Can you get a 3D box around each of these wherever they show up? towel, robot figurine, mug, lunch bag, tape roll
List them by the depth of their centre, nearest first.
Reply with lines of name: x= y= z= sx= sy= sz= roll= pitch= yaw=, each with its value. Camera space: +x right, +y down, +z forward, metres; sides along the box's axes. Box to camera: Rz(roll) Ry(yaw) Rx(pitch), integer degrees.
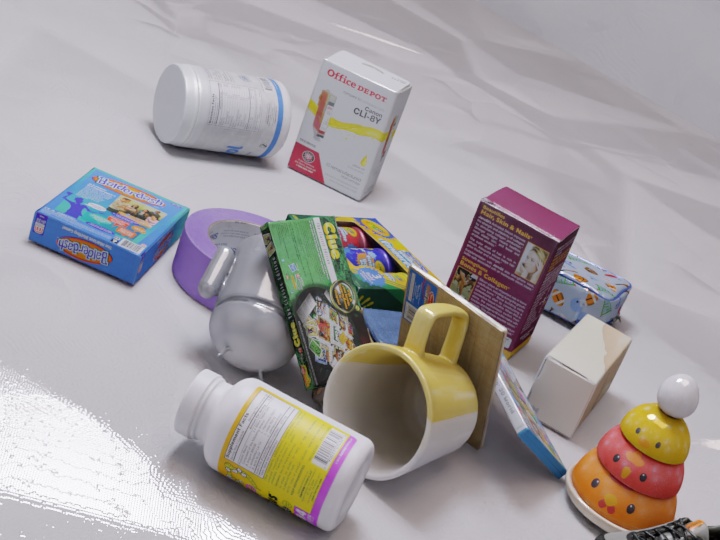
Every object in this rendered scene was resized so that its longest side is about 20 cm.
mug: x=0.072 y=0.148 z=1.526 sx=0.152 sy=0.186 sz=0.151 roll=3 pitch=53 yaw=-54
robot figurine: x=-0.115 y=0.038 z=1.609 sx=0.168 sy=0.113 sz=0.202 roll=28 pitch=55 yaw=-15
towel: x=0.087 y=0.105 z=1.774 sx=0.197 sy=0.049 sz=0.112 roll=10 pitch=29 yaw=-29
tape roll: x=-0.149 y=-0.007 z=1.785 sx=0.197 sy=0.066 sz=0.201 roll=19 pitch=23 yaw=-8
lunch bag: x=0.334 y=0.022 z=2.135 sx=0.198 sy=0.076 sz=0.160 roll=30 pitch=22 yaw=19

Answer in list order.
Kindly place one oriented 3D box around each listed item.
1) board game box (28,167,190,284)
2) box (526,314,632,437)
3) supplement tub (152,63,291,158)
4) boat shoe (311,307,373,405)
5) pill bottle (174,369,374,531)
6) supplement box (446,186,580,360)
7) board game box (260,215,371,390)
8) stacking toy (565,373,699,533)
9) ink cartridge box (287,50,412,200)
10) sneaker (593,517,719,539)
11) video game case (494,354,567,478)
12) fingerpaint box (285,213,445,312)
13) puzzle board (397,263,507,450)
board game box: x=-0.329 y=-0.063 z=1.772 sx=0.150 sy=0.046 sz=0.200 roll=23 pitch=24 yaw=3
box: x=0.298 y=0.141 z=1.826 sx=0.077 sy=0.096 sz=0.200 roll=29 pitch=26 yaw=16
supplement tub: x=-0.223 y=-0.258 z=2.170 sx=0.197 sy=0.134 sz=0.132 roll=5 pitch=29 yaw=-33
boat shoe: x=-0.012 y=0.110 z=1.658 sx=0.071 sy=0.076 sz=0.201 roll=22 pitch=33 yaw=-7
pill bottle: x=-0.092 y=0.180 z=1.389 sx=0.198 sy=0.105 sz=0.104 roll=27 pitch=24 yaw=12
supplement box: x=0.207 y=0.003 z=1.903 sx=0.130 sy=0.202 sz=0.103 roll=30 pitch=25 yaw=17
board game box: x=-0.047 y=0.036 z=1.572 sx=0.104 sy=0.023 sz=0.203 roll=-7 pitch=75 yaw=-37
stacking toy: x=0.341 y=0.207 z=1.587 sx=0.144 sy=0.202 sz=0.147 roll=18 pitch=23 yaw=-8
ink cartridge box: x=-0.019 y=-0.243 z=2.227 sx=0.144 sy=0.202 sz=0.083 roll=26 pitch=24 yaw=11
sneaker: x=0.346 y=0.314 z=1.519 sx=0.197 sy=0.080 sz=0.074 roll=7 pitch=29 yaw=-28
video game case: x=0.186 y=0.150 z=1.656 sx=0.143 sy=0.018 sz=0.201 roll=46 pitch=14 yaw=-49
fingerpaint box: x=0.000 y=0.000 z=1.888 sx=0.165 sy=0.074 sz=0.200 roll=2 pitch=31 yaw=-38
puzzle board: x=0.106 y=0.104 z=1.611 sx=0.017 sy=0.202 sz=0.150 roll=-30 pitch=52 yaw=-35
